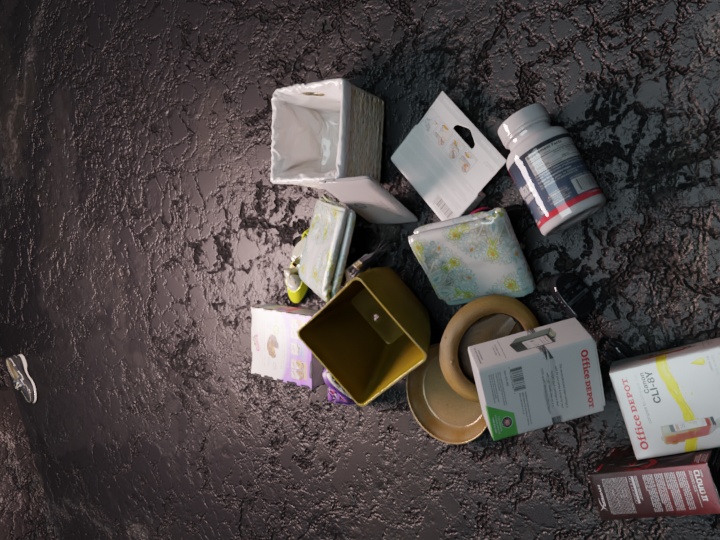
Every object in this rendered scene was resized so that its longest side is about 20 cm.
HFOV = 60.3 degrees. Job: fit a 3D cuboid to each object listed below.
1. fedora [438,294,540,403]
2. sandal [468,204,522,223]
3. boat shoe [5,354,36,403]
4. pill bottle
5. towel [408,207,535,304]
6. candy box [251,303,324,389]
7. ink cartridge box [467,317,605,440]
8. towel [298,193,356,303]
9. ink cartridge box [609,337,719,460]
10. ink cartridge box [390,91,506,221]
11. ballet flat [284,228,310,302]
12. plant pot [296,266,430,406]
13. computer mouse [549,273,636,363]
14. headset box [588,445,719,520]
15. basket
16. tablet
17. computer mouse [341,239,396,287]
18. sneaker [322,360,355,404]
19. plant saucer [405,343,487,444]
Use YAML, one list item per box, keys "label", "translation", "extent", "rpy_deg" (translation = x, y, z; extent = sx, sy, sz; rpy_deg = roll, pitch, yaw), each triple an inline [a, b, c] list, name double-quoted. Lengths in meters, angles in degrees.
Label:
- label: "fedora"
  translation: [0.239, 0.142, 1.147]
  extent: [0.196, 0.082, 0.205]
  rpy_deg: [0, 94, 3]
- label: "sandal"
  translation: [0.214, -0.085, 1.177]
  extent: [0.198, 0.074, 0.046]
  rpy_deg: [-29, 63, 38]
- label: "boat shoe"
  translation: [-1.282, 0.413, 2.334]
  extent: [0.076, 0.060, 0.202]
  rpy_deg: [-44, 70, 31]
- label: "pill bottle"
  translation: [0.319, -0.174, 1.058]
  extent: [0.119, 0.119, 0.203]
  rpy_deg: [-33, 75, 33]
- label: "towel"
  translation: [0.204, -0.018, 1.143]
  extent: [0.197, 0.048, 0.173]
  rpy_deg: [-11, 123, 36]
- label: "candy box"
  translation: [-0.171, 0.176, 1.484]
  extent: [0.197, 0.071, 0.172]
  rpy_deg: [6, 99, 35]
- label: "ink cartridge box"
  translation: [0.298, 0.184, 1.053]
  extent: [0.196, 0.084, 0.148]
  rpy_deg: [-15, 111, 3]
- label: "towel"
  translation: [-0.074, -0.051, 1.317]
  extent: [0.171, 0.047, 0.204]
  rpy_deg: [-144, 65, -64]
- label: "ink cartridge box"
  translation: [0.507, 0.197, 0.961]
  extent: [0.197, 0.083, 0.148]
  rpy_deg: [-20, 84, 26]
- label: "ink cartridge box"
  translation: [0.173, -0.214, 1.208]
  extent: [0.174, 0.043, 0.201]
  rpy_deg: [-49, 67, 29]
- label: "ballet flat"
  translation: [-0.142, -0.012, 1.446]
  extent: [0.067, 0.066, 0.202]
  rpy_deg: [39, 116, 29]
- label: "plant pot"
  translation: [0.029, 0.110, 1.247]
  extent: [0.200, 0.176, 0.200]
  rpy_deg: [48, 121, -1]
- label: "computer mouse"
  translation: [0.401, 0.089, 1.077]
  extent: [0.201, 0.058, 0.034]
  rpy_deg: [55, 162, 14]
- label: "headset box"
  translation: [0.482, 0.323, 0.971]
  extent: [0.198, 0.147, 0.077]
  rpy_deg: [-21, 82, 36]
- label: "basket"
  translation: [-0.068, -0.277, 1.299]
  extent: [0.195, 0.160, 0.205]
  rpy_deg: [3, 92, 36]
- label: "tablet"
  translation: [0.018, -0.137, 1.243]
  extent: [0.128, 0.199, 0.014]
  rpy_deg: [2, 71, 36]
- label: "computer mouse"
  translation: [0.000, 0.000, 1.309]
  extent: [0.044, 0.109, 0.200]
  rpy_deg: [51, 158, -2]
- label: "sneaker"
  translation: [-0.040, 0.255, 1.317]
  extent: [0.082, 0.200, 0.082]
  rpy_deg: [-20, 59, 9]
- label: "plant saucer"
  translation: [0.184, 0.245, 1.252]
  extent: [0.197, 0.035, 0.205]
  rpy_deg: [4, 96, 35]
